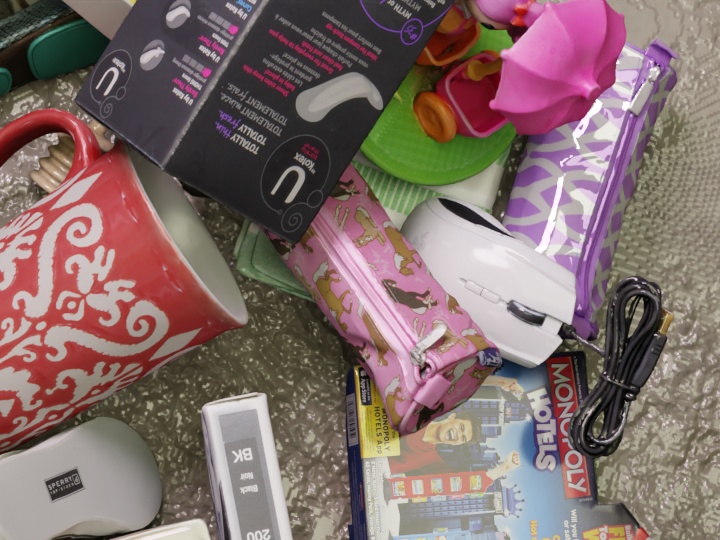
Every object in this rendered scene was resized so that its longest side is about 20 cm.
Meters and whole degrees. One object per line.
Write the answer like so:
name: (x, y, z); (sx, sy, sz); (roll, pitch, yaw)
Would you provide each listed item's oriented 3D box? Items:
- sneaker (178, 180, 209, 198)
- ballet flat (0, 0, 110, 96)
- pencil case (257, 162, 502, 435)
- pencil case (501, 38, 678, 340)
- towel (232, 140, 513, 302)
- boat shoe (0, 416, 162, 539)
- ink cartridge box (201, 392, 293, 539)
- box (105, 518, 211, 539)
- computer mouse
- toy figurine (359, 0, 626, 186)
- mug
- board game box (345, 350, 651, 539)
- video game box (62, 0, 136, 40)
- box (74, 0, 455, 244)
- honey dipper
sneaker: (-0.071, -0.137, 1.560); (0.078, 0.085, 0.200); (37, 69, -50)
ballet flat: (-0.220, -0.145, 1.534); (0.200, 0.074, 0.074); (-26, 88, -16)
pencil case: (0.000, 0.000, 1.494); (0.083, 0.087, 0.200); (-23, 70, -38)
pencil case: (0.143, -0.054, 1.576); (0.084, 0.085, 0.200); (24, 80, -39)
towel: (0.017, -0.068, 1.587); (0.152, 0.023, 0.200); (19, 79, -8)
boat shoe: (-0.187, 0.131, 1.458); (0.064, 0.200, 0.071); (-20, 83, 25)
ink cartridge box: (-0.057, 0.178, 1.451); (0.043, 0.198, 0.200); (-12, 84, -5)
box: (-0.127, 0.198, 1.433); (0.078, 0.200, 0.095); (-14, 84, -12)
computer mouse: (0.091, 0.021, 1.508); (0.200, 0.044, 0.110); (31, 107, 29)
toy figurine: (0.076, -0.150, 1.480); (0.150, 0.184, 0.200); (-35, 106, -25)
mug: (-0.190, 0.016, 1.481); (0.200, 0.178, 0.133); (-33, 129, 6)
board game box: (0.095, 0.155, 1.552); (0.199, 0.062, 0.200); (-2, 83, -12)
video game box: (-0.167, -0.256, 1.457); (0.047, 0.200, 0.183); (-9, 61, 29)
box: (-0.048, -0.137, 1.413); (0.122, 0.106, 0.200); (30, 94, -44)
honey dipper: (-0.132, -0.128, 1.535); (0.038, 0.038, 0.200); (37, 92, -4)
